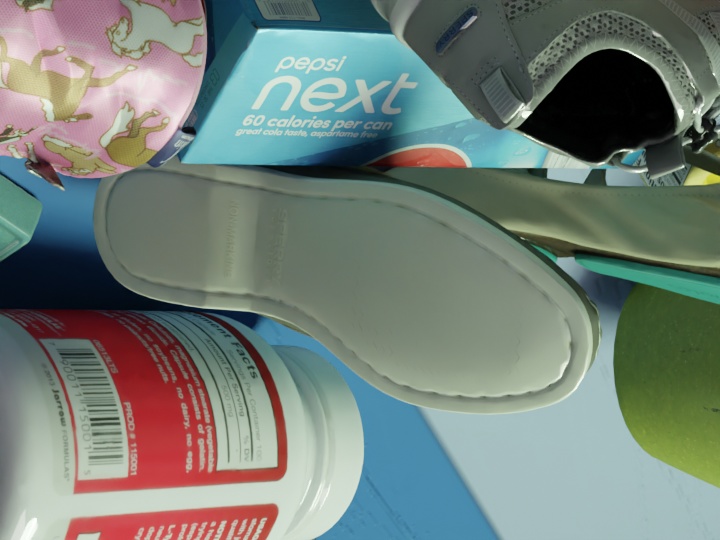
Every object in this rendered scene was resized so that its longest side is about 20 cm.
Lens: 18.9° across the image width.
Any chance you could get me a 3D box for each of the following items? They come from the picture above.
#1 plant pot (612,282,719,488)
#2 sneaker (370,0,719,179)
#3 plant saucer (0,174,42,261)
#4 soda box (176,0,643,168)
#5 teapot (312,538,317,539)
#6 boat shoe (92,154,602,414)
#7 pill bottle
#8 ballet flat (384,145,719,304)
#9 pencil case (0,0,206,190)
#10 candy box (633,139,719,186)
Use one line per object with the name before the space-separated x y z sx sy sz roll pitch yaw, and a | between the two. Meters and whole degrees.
plant pot | 0.219 0.040 0.963 0.200 0.188 0.187 -2 168 40
sneaker | 0.088 -0.058 0.698 0.200 0.082 0.075 4 141 -41
plant saucer | -0.212 0.021 0.794 0.200 0.019 0.070 -31 148 12
soda box | 0.025 -0.080 0.765 0.200 0.064 0.068 -1 141 -34
teapot | -0.103 0.179 0.998 0.197 0.146 0.200 -36 137 -34
boat shoe | 0.000 -0.003 0.765 0.060 0.201 0.072 -12 115 -57
pill bottle | -0.094 0.072 0.853 0.200 0.112 0.112 3 140 -49
ballet flat | 0.083 -0.028 0.855 0.199 0.070 0.070 9 154 17
pencil case | -0.143 -0.074 0.640 0.200 0.087 0.083 5 168 -40
candy box | 0.184 -0.107 0.845 0.115 0.055 0.200 -13 147 -20
